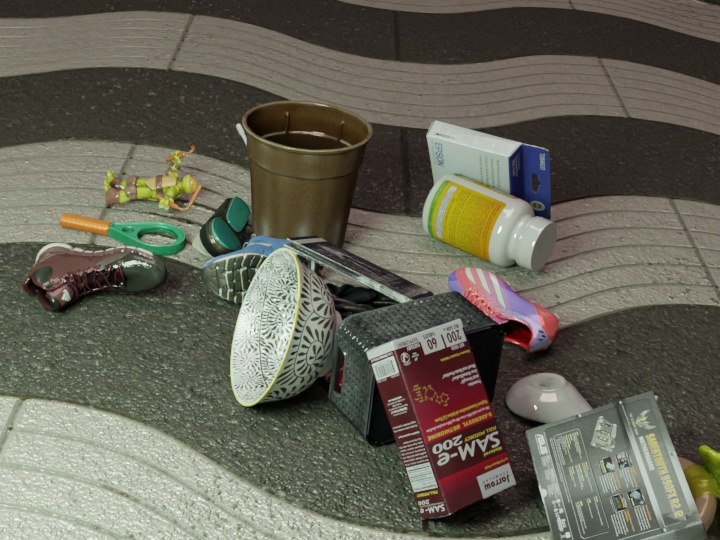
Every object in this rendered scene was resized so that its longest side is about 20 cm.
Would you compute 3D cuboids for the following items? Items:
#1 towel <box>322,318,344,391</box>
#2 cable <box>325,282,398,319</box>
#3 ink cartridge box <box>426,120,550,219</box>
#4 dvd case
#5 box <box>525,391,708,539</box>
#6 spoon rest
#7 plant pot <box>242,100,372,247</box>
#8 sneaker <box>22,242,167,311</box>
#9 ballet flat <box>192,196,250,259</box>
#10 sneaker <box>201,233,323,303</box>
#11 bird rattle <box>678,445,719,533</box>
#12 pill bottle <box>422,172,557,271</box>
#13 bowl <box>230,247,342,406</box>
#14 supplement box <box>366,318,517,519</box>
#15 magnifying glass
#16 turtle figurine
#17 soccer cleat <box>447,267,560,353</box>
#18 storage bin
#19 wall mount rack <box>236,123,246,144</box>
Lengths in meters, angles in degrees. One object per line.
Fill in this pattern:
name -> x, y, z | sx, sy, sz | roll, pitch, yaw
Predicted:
towel -> -0.038, 0.095, 1.635 | 0.144, 0.023, 0.199 | -18, 37, -38
cable -> 0.008, 0.057, 1.630 | 0.162, 0.051, 0.200 | 17, 8, 20
ink cartridge box -> 0.213, -0.150, 1.966 | 0.198, 0.200, 0.041 | 16, 61, 20
dvd case -> 0.000, 0.000, 1.688 | 0.199, 0.016, 0.149 | 26, 9, 11
box -> 0.279, 0.239, 1.322 | 0.157, 0.049, 0.201 | -19, 37, 8
spoon rest -> 0.281, 0.177, 1.536 | 0.198, 0.061, 0.099 | 8, 24, 32
plant pot -> -0.089, -0.136, 1.859 | 0.198, 0.200, 0.201 | 5, 29, -3
sneaker -> -0.375, 0.022, 1.655 | 0.198, 0.076, 0.116 | 2, 32, 14
ballet flat -> -0.214, -0.052, 1.824 | 0.068, 0.068, 0.200 | 50, 17, -10
sneaker -> -0.153, -0.005, 1.752 | 0.199, 0.079, 0.089 | -8, 24, -41
bird rattle -> 0.342, 0.247, 1.371 | 0.199, 0.113, 0.163 | 19, 47, 28
pill bottle -> 0.207, -0.072, 1.900 | 0.199, 0.112, 0.111 | 25, 33, 30
bowl -> -0.082, 0.081, 1.506 | 0.093, 0.202, 0.201 | 16, 23, -25
supplement box -> 0.093, 0.168, 1.361 | 0.108, 0.202, 0.061 | -16, -6, -35
magnifying glass -> -0.367, -0.061, 1.848 | 0.198, 0.023, 0.080 | 10, 29, 7
turtle figurine -> -0.333, -0.141, 1.956 | 0.159, 0.065, 0.201 | -3, 38, -2
soccer cleat -> 0.195, 0.055, 1.719 | 0.199, 0.067, 0.076 | 31, 41, 33
storage bin -> 0.070, 0.120, 1.492 | 0.198, 0.136, 0.094 | -12, 33, -30
wall mount rack -> -0.122, -0.209, 2.113 | 0.199, 0.075, 0.173 | -19, 38, -40
